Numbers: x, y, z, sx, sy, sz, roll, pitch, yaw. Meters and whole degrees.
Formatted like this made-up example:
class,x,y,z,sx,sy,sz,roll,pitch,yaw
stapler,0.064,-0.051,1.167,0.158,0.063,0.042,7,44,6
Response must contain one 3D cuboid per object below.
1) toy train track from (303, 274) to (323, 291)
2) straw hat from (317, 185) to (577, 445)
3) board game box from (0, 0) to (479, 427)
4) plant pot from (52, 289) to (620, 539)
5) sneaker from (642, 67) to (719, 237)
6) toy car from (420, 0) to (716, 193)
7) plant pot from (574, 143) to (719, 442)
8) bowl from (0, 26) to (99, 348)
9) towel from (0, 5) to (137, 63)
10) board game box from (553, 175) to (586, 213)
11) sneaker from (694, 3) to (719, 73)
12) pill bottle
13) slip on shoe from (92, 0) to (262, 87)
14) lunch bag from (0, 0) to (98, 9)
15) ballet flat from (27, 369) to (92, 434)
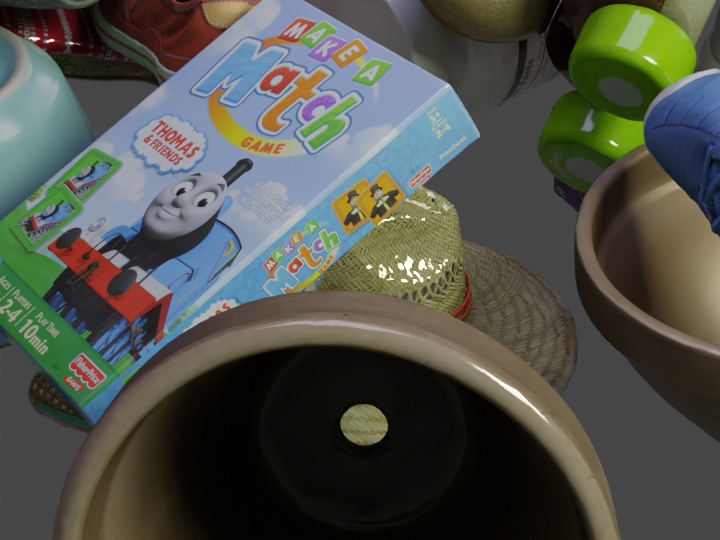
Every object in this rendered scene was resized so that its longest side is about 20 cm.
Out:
class,x,y,z,sx,sy,sz,roll,pitch,yaw
toy train track,-0.025,-0.038,1.048,0.115,0.033,0.200,-12,36,20
straw hat,0.000,0.000,1.085,0.201,0.085,0.201,-2,34,1
board game box,-0.067,-0.028,1.015,0.200,0.037,0.151,-41,37,-10
plant pot,-0.006,0.087,0.896,0.200,0.201,0.175,-1,17,3
sneaker,0.177,-0.024,0.955,0.077,0.076,0.200,-18,36,-29
toy car,0.078,-0.161,1.140,0.200,0.158,0.164,24,66,4
plant pot,0.194,0.020,1.039,0.200,0.093,0.201,-2,34,2
bowl,-0.213,-0.054,1.163,0.200,0.105,0.201,-1,34,1
towel,-0.116,-0.142,1.301,0.200,0.023,0.145,6,28,-21
board game box,0.213,-0.049,1.199,0.200,0.032,0.120,-18,33,-21
sneaker,0.252,-0.106,1.175,0.200,0.088,0.081,21,40,32
pill bottle,0.072,-0.151,1.275,0.200,0.117,0.116,-27,41,-32
slip on shoe,-0.085,-0.129,1.185,0.074,0.061,0.200,5,16,-20
lunch bag,-0.201,-0.201,1.205,0.200,0.139,0.168,1,49,23
ballet flat,-0.115,-0.007,1.094,0.065,0.071,0.200,5,44,1
